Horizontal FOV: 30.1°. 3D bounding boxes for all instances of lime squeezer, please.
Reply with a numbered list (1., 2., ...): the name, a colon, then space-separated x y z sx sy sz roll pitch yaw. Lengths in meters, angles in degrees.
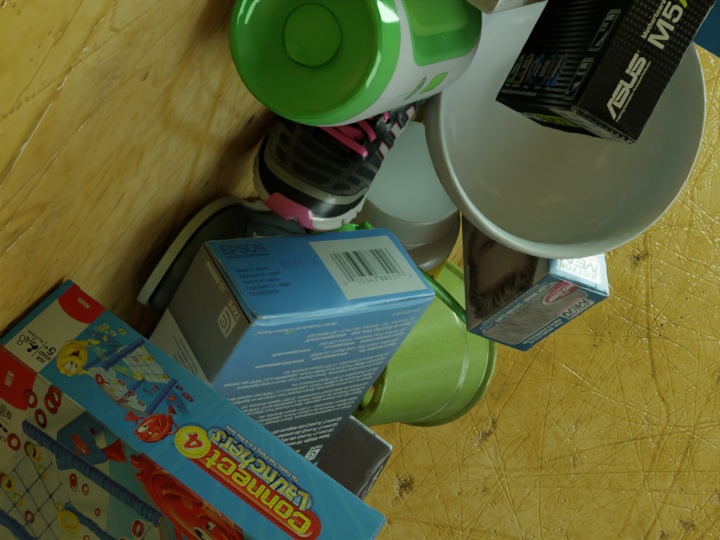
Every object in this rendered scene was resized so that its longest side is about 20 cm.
1. lime squeezer: 0.000 0.000 0.969 0.038 0.198 0.071 -150 -112 -66

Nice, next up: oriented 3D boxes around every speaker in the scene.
1. speaker: 0.004 -0.122 0.676 0.089 0.088 0.200 -57 172 20

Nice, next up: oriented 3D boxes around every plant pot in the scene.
1. plant pot: 0.016 0.089 1.430 0.190 0.200 0.201 -14 141 -58

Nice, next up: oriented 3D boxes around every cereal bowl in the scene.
1. cereal bowl: 0.131 -0.110 0.926 0.201 0.200 0.083 -54 -161 -5

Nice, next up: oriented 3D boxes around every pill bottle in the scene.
1. pill bottle: 0.015 -0.025 1.080 0.114 0.114 0.200 -50 171 -32

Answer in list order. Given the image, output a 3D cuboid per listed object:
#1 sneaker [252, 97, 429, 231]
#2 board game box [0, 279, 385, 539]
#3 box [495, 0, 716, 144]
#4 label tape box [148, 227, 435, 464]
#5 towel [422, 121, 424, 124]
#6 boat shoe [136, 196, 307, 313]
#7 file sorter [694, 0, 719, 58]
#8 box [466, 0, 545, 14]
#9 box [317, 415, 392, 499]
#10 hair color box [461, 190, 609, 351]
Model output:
1. sneaker: -0.001 -0.103 0.810 0.200 0.073 0.088 -54 175 -48
2. board game box: -0.109 0.136 0.692 0.056 0.195 0.201 -47 169 -44
3. box: 0.159 -0.171 0.769 0.194 0.047 0.200 -64 -170 6
4. label tape box: -0.065 0.069 0.801 0.144 0.063 0.200 -6 140 -44
5. towel: 0.113 -0.143 1.235 0.143 0.023 0.200 0 -137 53
6. boat shoe: -0.072 -0.001 0.833 0.073 0.062 0.200 -53 172 15
7. file sorter: 0.272 -0.252 0.867 0.139 0.122 0.201 -111 -169 -66
8. box: 0.079 -0.212 0.703 0.113 0.101 0.200 -57 172 21
9. box: -0.103 0.200 1.126 0.200 0.164 0.166 -51 172 -24
10. hair color box: 0.129 -0.052 1.033 0.100 0.060 0.201 -41 -140 45
